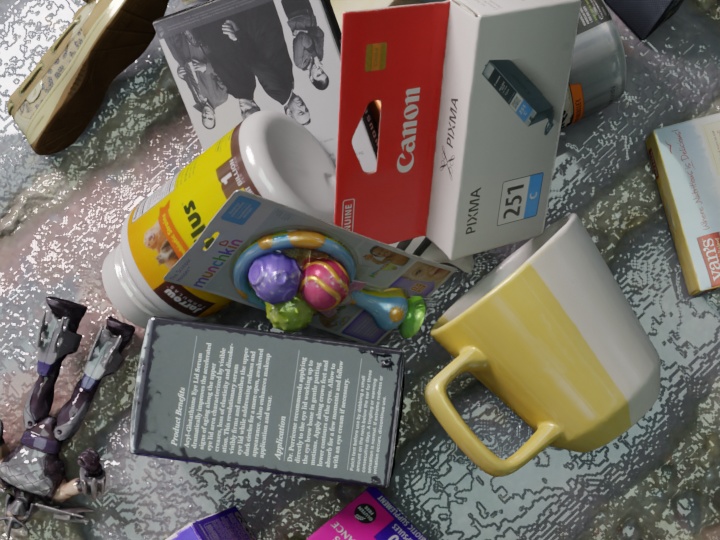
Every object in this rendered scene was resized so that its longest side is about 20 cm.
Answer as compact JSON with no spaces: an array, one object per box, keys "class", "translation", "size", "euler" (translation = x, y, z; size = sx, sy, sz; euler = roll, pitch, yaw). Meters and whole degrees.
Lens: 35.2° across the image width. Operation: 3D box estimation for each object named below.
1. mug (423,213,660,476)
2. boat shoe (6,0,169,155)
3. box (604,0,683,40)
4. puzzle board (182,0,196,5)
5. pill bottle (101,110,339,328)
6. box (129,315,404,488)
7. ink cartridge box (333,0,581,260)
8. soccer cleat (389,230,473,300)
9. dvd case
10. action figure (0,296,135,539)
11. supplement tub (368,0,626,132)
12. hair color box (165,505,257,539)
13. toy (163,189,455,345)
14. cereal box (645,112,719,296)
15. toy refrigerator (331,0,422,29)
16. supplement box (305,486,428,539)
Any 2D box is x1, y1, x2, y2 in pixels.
[{"class":"mug","translation":[0.145,0.072,0.906],"size":[0.186,0.149,0.153],"euler":[-39,91,1]},{"class":"boat shoe","translation":[-0.234,-0.189,0.960],"size":[0.063,0.073,0.200],"euler":[46,108,14]},{"class":"box","translation":[0.218,-0.293,0.919],"size":[0.051,0.200,0.158],"euler":[-40,83,-8]},{"class":"puzzle board","translation":[-0.069,-0.288,0.971],"size":[0.199,0.151,0.017],"euler":[-25,124,-1]},{"class":"pill bottle","translation":[-0.116,-0.032,0.909],"size":[0.199,0.109,0.110],"euler":[-34,81,29]},{"class":"box","translation":[-0.067,0.105,0.899],"size":[0.198,0.148,0.105],"euler":[7,83,4]},{"class":"ink cartridge box","translation":[0.069,-0.102,0.842],"size":[0.175,0.201,0.045],"euler":[-15,37,-25]},{"class":"soccer cleat","translation":[0.000,0.000,0.954],"size":[0.199,0.069,0.086],"euler":[-23,110,6]},{"class":"dvd case","translation":[-0.068,-0.129,0.924],"size":[0.149,0.025,0.201],"euler":[-12,111,24]},{"class":"action figure","translation":[-0.260,0.127,0.943],"size":[0.129,0.069,0.202],"euler":[20,87,-5]},{"class":"supplement tub","translation":[0.108,-0.157,0.942],"size":[0.199,0.123,0.123],"euler":[-25,82,-1]},{"class":"hair color box","translation":[-0.138,0.237,0.854],"size":[0.109,0.200,0.065],"euler":[-34,80,-3]},{"class":"toy","translation":[-0.034,0.017,0.860],"size":[0.199,0.115,0.048],"euler":[17,46,-33]},{"class":"cereal box","translation":[0.358,-0.072,0.964],"size":[0.198,0.040,0.145],"euler":[-14,81,0]},{"class":"toy refrigerator","translation":[-0.012,-0.223,0.979],"size":[0.070,0.076,0.200],"euler":[42,86,7]},{"class":"supplement box","translation":[-0.031,0.273,0.845],"size":[0.101,0.104,0.199],"euler":[40,56,23]}]
